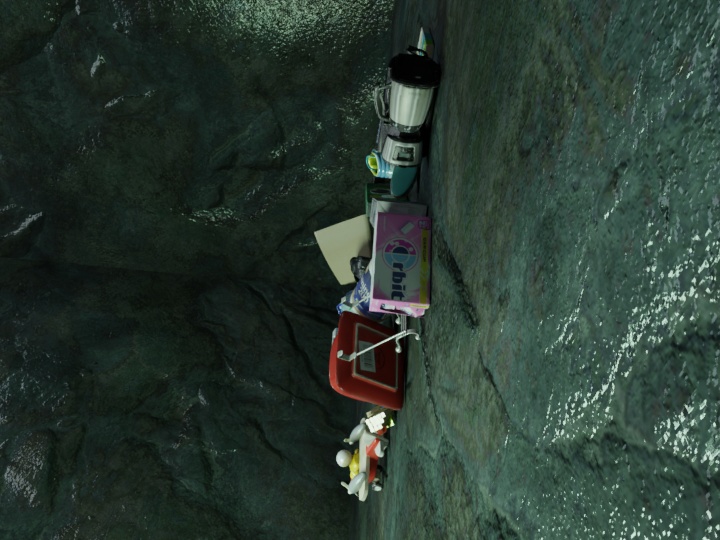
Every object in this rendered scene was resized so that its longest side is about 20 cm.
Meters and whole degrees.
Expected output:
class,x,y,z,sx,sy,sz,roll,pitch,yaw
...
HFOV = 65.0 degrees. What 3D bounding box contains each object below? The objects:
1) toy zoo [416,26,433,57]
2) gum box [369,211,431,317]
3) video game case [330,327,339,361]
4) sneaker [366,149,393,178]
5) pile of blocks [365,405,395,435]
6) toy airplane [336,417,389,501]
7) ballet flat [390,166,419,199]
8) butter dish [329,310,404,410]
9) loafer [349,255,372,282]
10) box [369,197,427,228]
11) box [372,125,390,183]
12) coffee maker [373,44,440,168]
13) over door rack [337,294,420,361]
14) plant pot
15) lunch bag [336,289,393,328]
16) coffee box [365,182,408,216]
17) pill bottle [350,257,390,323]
class,x,y,z,sx,sy,sz,roll,pitch,yaw
toy zoo,0.157,-0.529,1.427,0.202,0.020,0.133,-88,4,-55
gum box,0.080,-0.009,1.126,0.066,0.111,0.204,100,175,-65
video game case,0.008,0.248,1.510,0.023,0.198,0.182,-53,11,15
sneaker,0.081,-0.332,1.576,0.081,0.127,0.203,96,178,-46
pile of blocks,0.062,0.390,1.470,0.200,0.081,0.063,78,166,-83
toy airplane,0.003,0.517,1.561,0.200,0.138,0.204,106,169,-79
ballet flat,0.122,-0.272,1.409,0.075,0.066,0.205,17,-97,-70
butter dish,-0.004,0.227,1.331,0.147,0.197,0.204,-34,41,43
loafer,0.000,0.000,1.582,0.201,0.067,0.072,170,112,-84
box,0.082,-0.129,1.296,0.200,0.114,0.062,-96,11,-81
box,0.090,-0.371,1.943,0.202,0.084,0.166,-87,4,-47
coffee maker,0.111,-0.360,1.258,0.193,0.132,0.203,-55,-19,-44
over door rack,0.046,0.106,1.224,0.066,0.197,0.150,38,-138,-40
plant pot,0.001,-0.061,1.770,0.199,0.197,0.181,-8,-96,-60
lunch bag,0.029,0.147,1.582,0.203,0.126,0.170,60,-167,-5
coffee box,0.074,-0.202,1.618,0.201,0.120,0.045,-94,6,-66
pill bottle,0.058,0.027,1.333,0.201,0.109,0.113,120,160,-44
